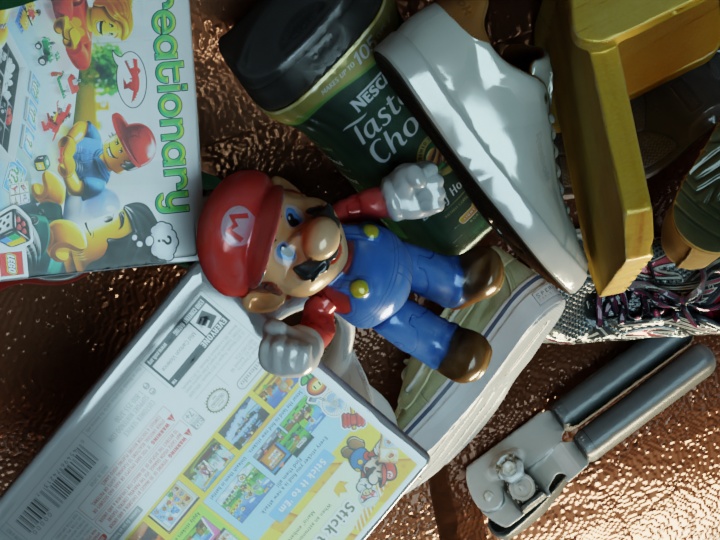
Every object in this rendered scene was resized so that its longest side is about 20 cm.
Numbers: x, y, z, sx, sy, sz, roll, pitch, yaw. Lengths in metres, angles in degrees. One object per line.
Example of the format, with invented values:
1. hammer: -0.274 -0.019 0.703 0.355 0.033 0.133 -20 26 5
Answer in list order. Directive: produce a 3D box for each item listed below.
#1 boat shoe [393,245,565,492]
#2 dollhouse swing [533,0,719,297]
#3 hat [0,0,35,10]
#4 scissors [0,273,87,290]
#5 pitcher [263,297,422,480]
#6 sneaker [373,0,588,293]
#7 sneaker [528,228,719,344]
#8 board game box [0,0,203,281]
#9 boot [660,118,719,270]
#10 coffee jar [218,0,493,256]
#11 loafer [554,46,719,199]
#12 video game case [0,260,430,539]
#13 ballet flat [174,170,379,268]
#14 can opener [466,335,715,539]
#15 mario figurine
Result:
1. boat shoe: 0.061 0.069 1.248 0.072 0.062 0.201 -12 144 -56
2. dollhouse swing: 0.187 -0.108 1.082 0.180 0.200 0.177 -25 80 -4
3. hat: -0.180 -0.258 0.950 0.200 0.177 0.165 -39 166 38
4. scissors: -0.247 0.011 1.124 0.199 0.014 0.074 -29 125 -5
5. pitcher: -0.079 0.100 1.164 0.198 0.122 0.173 -23 126 -2
6. sneaker: 0.094 -0.074 1.083 0.085 0.073 0.201 -40 121 -6
7. sneaker: 0.200 0.011 1.265 0.198 0.075 0.081 -11 120 -15
8. board game box: -0.156 -0.100 1.052 0.125 0.035 0.202 -7 99 -19
9. boot: 0.239 -0.079 1.135 0.066 0.200 0.176 40 95 7
10. coffee jar: 0.011 -0.100 1.125 0.104 0.085 0.200 -46 123 4
11. loafer: 0.189 -0.095 1.213 0.199 0.072 0.063 -29 164 -5
12. video game case: -0.089 0.128 1.105 0.182 0.023 0.200 40 92 -8
13. ballet flat: -0.055 -0.012 1.153 0.199 0.070 0.068 16 106 -29
14. can opener: 0.159 0.108 1.322 0.199 0.053 0.066 -39 158 2
15. mario figurine: 0.000 0.000 1.062 0.199 0.124 0.106 19 126 -31
